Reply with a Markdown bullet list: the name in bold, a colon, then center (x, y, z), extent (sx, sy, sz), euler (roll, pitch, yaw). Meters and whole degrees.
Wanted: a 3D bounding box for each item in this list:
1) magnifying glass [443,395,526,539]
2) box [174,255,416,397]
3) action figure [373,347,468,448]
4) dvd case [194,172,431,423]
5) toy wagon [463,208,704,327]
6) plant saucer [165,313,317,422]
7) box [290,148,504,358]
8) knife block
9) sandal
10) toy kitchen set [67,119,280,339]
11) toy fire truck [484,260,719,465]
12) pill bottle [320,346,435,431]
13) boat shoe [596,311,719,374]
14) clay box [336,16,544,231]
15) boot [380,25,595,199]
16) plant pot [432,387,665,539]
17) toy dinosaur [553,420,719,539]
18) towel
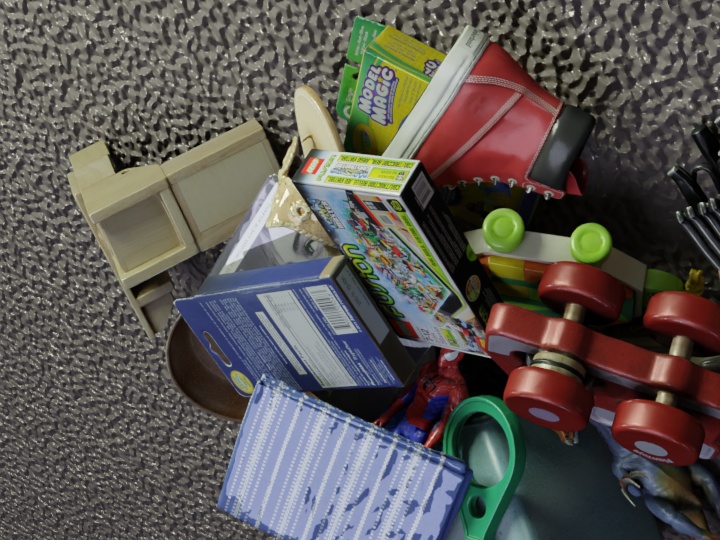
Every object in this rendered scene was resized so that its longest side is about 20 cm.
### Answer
- **magnifying glass**: center (0.101, 0.206, 1.213), extent (0.079, 0.022, 0.203), euler (7, 95, 44)
- **box**: center (-0.060, 0.051, 1.221), extent (0.198, 0.033, 0.122), euler (-9, 125, 42)
- **action figure**: center (0.043, 0.147, 1.260), extent (0.065, 0.051, 0.202), euler (40, 108, 47)
- **dvd case**: center (-0.035, 0.031, 1.267), extent (0.199, 0.016, 0.149), euler (38, 118, 4)
- **toy wagon**: center (0.173, 0.006, 1.151), extent (0.197, 0.040, 0.155), euler (10, 162, 13)
- **plant saucer**: center (-0.091, 0.067, 1.405), extent (0.197, 0.037, 0.202), euler (-6, 131, -7)
- **box**: center (0.038, -0.011, 1.124), extent (0.109, 0.035, 0.201), euler (10, 147, 40)
- **knife block**: center (0.312, -0.031, 1.061), extent (0.198, 0.178, 0.064), euler (9, 160, -39)
- **sandal**: center (-0.042, -0.037, 1.181), extent (0.077, 0.069, 0.215), euler (20, 129, 63)
- **toy kitchen set**: center (-0.162, -0.049, 1.388), extent (0.165, 0.179, 0.200), euler (66, 173, -25)
- **toy fire truck**: center (0.190, 0.086, 1.104), extent (0.197, 0.113, 0.168), euler (17, 159, 11)
- **pill bottle**: center (0.016, 0.143, 1.395), extent (0.111, 0.113, 0.202), euler (21, 137, 21)
- **boat shoe**: center (0.242, 0.075, 1.192), extent (0.197, 0.074, 0.075), euler (2, 132, 29)
- **clay box**: center (0.063, -0.114, 1.173), extent (0.198, 0.048, 0.116), euler (28, 137, 12)
- **boot**: center (0.091, -0.074, 1.104), extent (0.143, 0.073, 0.200), euler (35, 137, -2)
- **plant pot**: center (0.135, 0.215, 1.317), extent (0.195, 0.195, 0.203), euler (-14, 96, 44)
- **toy dinosaur**: center (0.247, 0.185, 1.271), extent (0.180, 0.105, 0.201), euler (32, 146, 24)
- **towel**: center (-0.016, 0.185, 1.233), extent (0.198, 0.024, 0.146), euler (23, 116, 7)
